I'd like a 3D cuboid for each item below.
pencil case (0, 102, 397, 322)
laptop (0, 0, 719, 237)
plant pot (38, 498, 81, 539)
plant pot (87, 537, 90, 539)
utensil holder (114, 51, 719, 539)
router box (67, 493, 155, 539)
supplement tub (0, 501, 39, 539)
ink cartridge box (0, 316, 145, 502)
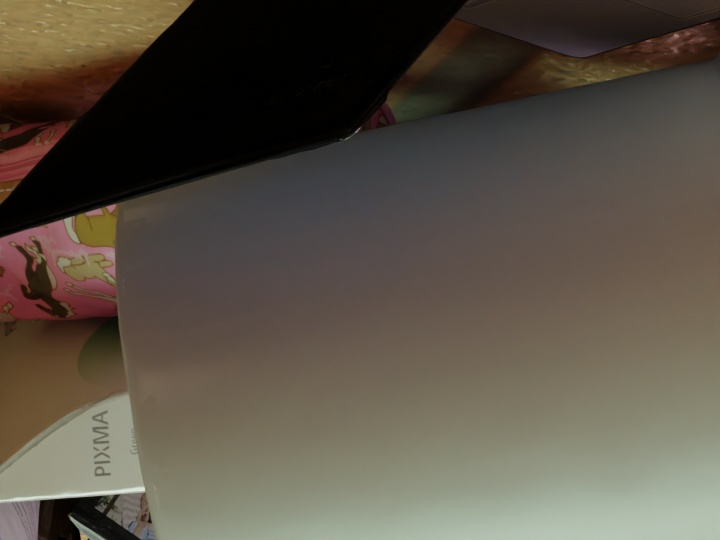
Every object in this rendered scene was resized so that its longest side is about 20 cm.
[{"bbox_3d":[-0.075,-0.025,0.965,0.200,0.087,0.083,-7,-161,46],"label":"pencil case"},{"bbox_3d":[0.033,-0.051,0.714,0.200,0.116,0.187,15,166,-32],"label":"laptop"},{"bbox_3d":[-0.233,0.071,1.257,0.198,0.201,0.200,-1,167,4],"label":"plant pot"},{"bbox_3d":[-0.033,0.128,1.320,0.177,0.200,0.200,21,-175,2],"label":"plant pot"},{"bbox_3d":[0.041,0.031,0.807,0.200,0.170,0.170,-10,166,4],"label":"utensil holder"},{"bbox_3d":[-0.003,0.105,1.180,0.200,0.149,0.051,34,169,8],"label":"router box"},{"bbox_3d":[-0.194,0.111,1.078,0.132,0.132,0.200,8,-162,-7],"label":"supplement tub"},{"bbox_3d":[-0.120,0.037,1.020,0.200,0.050,0.161,-2,-161,-8],"label":"ink cartridge box"}]
